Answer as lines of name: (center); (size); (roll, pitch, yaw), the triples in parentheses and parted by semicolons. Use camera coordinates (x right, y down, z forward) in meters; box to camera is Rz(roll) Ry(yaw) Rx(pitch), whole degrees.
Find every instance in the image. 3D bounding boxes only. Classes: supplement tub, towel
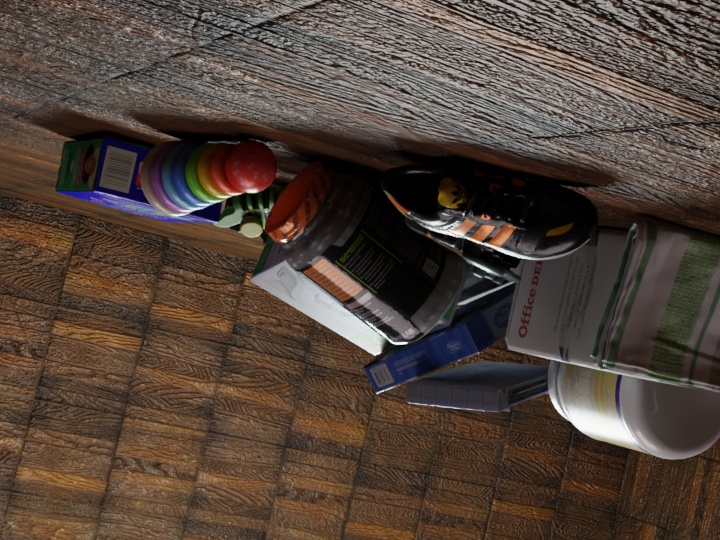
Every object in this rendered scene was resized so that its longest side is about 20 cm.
supplement tub: (0.002, -0.021, 1.322); (0.200, 0.123, 0.122); (39, 167, -20)
towel: (0.335, 0.043, 1.190); (0.199, 0.150, 0.031); (13, -169, -14)
supplement tub: (0.321, 0.135, 1.437); (0.145, 0.146, 0.200); (15, 176, -21)

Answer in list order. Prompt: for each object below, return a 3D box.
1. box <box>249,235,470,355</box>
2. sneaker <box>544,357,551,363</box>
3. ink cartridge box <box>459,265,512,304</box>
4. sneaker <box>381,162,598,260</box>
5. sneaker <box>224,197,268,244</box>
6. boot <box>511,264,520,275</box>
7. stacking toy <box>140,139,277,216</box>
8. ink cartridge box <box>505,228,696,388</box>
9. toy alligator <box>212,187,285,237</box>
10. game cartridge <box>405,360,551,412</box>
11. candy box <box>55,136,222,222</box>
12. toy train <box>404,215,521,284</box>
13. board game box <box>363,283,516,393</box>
box: (0.000, 0.000, 1.491); (0.200, 0.097, 0.176); (32, 152, -21)
sneaker: (0.261, 0.074, 1.604); (0.074, 0.088, 0.200); (-29, -177, 19)
ink cartridge box: (0.202, 0.004, 1.648); (0.199, 0.050, 0.161); (-6, 167, -32)
sneaker: (0.110, -0.056, 1.104); (0.199, 0.070, 0.090); (13, 179, 32)
sneaker: (-0.106, -0.067, 1.680); (0.079, 0.074, 0.200); (0, -159, -39)
boot: (0.240, -0.010, 1.472); (0.199, 0.073, 0.090); (18, -171, -24)
stacking toy: (-0.158, -0.107, 1.319); (0.085, 0.086, 0.200); (16, 169, -34)
ink cartridge box: (0.268, 0.034, 1.312); (0.083, 0.147, 0.200); (14, 178, -44)
toy alligator: (-0.094, -0.085, 1.579); (0.199, 0.059, 0.054); (-4, 141, 2)
game cartridge: (0.156, 0.143, 1.514); (0.129, 0.039, 0.200); (-3, -177, 33)
candy box: (-0.286, -0.115, 1.586); (0.168, 0.077, 0.200); (14, 175, -28)
toy train: (0.117, -0.044, 1.258); (0.114, 0.086, 0.200); (26, -177, 16)
board game box: (0.133, 0.072, 1.536); (0.199, 0.044, 0.200); (-28, 180, -42)
